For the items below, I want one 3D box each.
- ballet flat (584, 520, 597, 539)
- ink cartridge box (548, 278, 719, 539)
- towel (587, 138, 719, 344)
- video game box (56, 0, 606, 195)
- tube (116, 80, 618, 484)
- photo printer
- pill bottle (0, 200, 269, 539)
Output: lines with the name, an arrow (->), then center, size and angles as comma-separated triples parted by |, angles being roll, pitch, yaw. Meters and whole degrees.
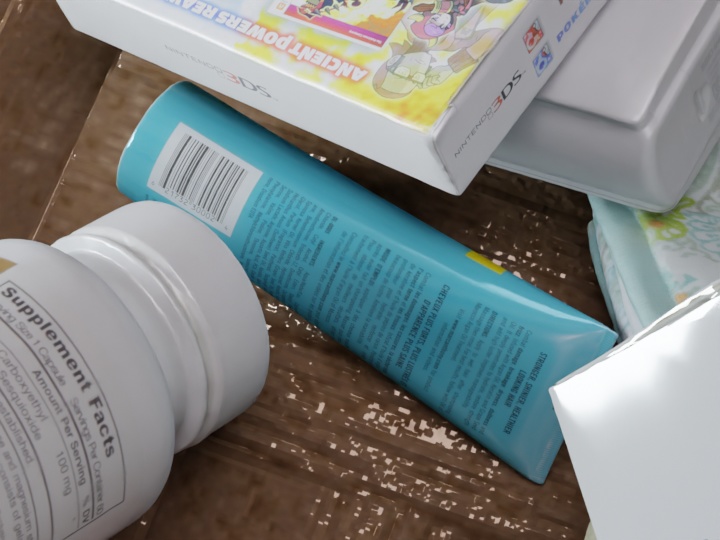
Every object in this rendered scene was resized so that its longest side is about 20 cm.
ballet flat -> 0.146, 0.076, 1.064 | 0.069, 0.070, 0.200 | 44, 49, 16
ink cartridge box -> 0.157, 0.108, 0.878 | 0.145, 0.083, 0.201 | 3, 64, -46
towel -> 0.177, 0.010, 1.063 | 0.170, 0.048, 0.200 | -3, 34, -5
video game box -> 0.008, -0.137, 1.082 | 0.200, 0.047, 0.182 | 25, 66, 34
tube -> 0.000, 0.000, 1.095 | 0.200, 0.078, 0.050 | 34, 42, 14
photo printer -> 0.064, -0.119, 1.122 | 0.199, 0.070, 0.167 | 18, 63, 30
pill bottle -> -0.130, 0.054, 1.010 | 0.114, 0.115, 0.200 | 45, 48, 16
